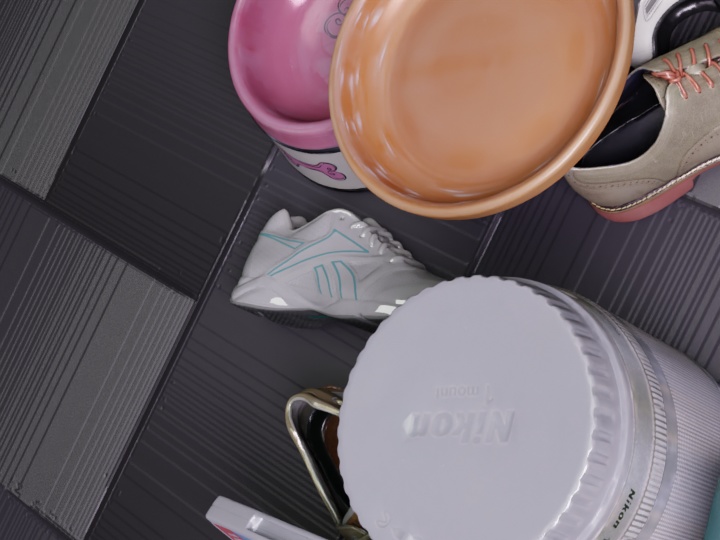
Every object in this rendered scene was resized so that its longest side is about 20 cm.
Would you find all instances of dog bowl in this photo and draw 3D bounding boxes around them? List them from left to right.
[{"bbox_3d":[-0.005,-0.160,1.030,0.199,0.074,0.202,-12,69,31],"label":"dog bowl"}]

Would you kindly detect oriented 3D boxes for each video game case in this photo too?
[{"bbox_3d":[0.009,0.186,0.830,0.018,0.143,0.199,-54,26,-16],"label":"video game case"}]

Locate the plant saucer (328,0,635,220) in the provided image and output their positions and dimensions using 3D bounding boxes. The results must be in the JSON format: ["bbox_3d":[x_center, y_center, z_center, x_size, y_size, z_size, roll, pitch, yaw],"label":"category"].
[{"bbox_3d":[0.072,-0.123,0.896,0.199,0.037,0.202,-12,68,31],"label":"plant saucer"}]

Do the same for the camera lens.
[{"bbox_3d":[0.101,0.097,0.794,0.159,0.199,0.162,-12,69,32],"label":"camera lens"}]

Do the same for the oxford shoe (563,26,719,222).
[{"bbox_3d":[0.200,-0.101,0.865,0.200,0.075,0.071,-41,57,18],"label":"oxford shoe"}]

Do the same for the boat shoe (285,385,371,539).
[{"bbox_3d":[0.018,0.149,0.919,0.075,0.068,0.200,-51,54,11],"label":"boat shoe"}]

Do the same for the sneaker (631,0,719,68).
[{"bbox_3d":[0.221,-0.196,0.895,0.200,0.075,0.088,-39,74,21],"label":"sneaker"}]

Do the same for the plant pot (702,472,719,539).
[{"bbox_3d":[0.228,0.202,0.681,0.200,0.200,0.162,26,100,37],"label":"plant pot"}]

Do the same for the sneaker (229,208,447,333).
[{"bbox_3d":[0.000,0.000,0.979,0.199,0.070,0.081,8,77,37],"label":"sneaker"}]
